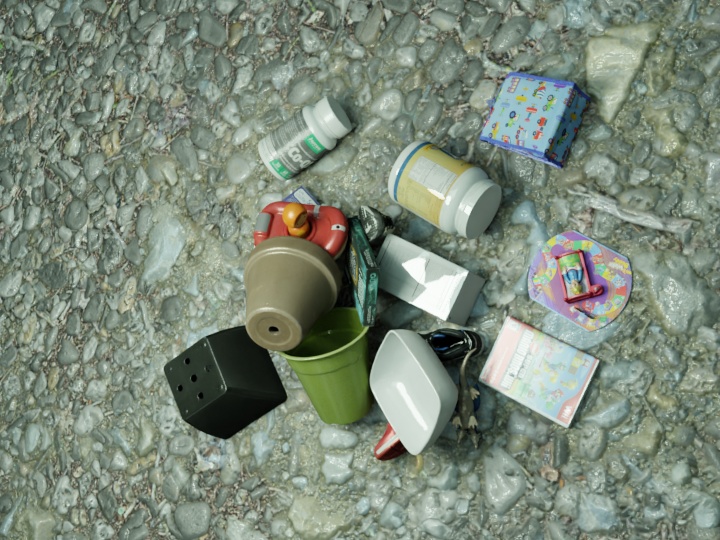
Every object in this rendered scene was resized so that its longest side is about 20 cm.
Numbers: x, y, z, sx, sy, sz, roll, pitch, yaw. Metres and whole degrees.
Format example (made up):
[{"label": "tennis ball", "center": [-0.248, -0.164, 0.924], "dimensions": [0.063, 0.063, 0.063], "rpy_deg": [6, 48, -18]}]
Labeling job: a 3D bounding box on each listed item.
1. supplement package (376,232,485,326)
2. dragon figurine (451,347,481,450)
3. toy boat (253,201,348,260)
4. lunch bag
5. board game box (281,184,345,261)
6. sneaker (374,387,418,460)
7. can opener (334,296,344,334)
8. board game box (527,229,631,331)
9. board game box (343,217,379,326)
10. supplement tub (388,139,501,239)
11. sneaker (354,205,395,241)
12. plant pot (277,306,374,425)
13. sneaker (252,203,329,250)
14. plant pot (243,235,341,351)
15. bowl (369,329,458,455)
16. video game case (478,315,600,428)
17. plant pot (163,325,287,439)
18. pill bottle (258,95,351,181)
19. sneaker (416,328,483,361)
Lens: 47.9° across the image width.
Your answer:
[{"label": "supplement package", "center": [0.134, 0.020, 1.655], "dimensions": [0.199, 0.109, 0.115], "rpy_deg": [27, 94, 29]}, {"label": "dragon figurine", "center": [0.204, 0.252, 1.576], "dimensions": [0.058, 0.099, 0.202], "rpy_deg": [-4, 87, 7]}, {"label": "toy boat", "center": [-0.124, -0.091, 1.646], "dimensions": [0.198, 0.131, 0.132], "rpy_deg": [7, 65, 9]}, {"label": "lunch bag", "center": [0.333, -0.313, 1.633], "dimensions": [0.199, 0.094, 0.152], "rpy_deg": [27, 96, 38]}, {"label": "board game box", "center": [-0.123, -0.084, 1.817], "dimensions": [0.135, 0.035, 0.200], "rpy_deg": [-38, 61, -8]}, {"label": "sneaker", "center": [0.087, 0.289, 1.663], "dimensions": [0.200, 0.078, 0.116], "rpy_deg": [-41, 56, 2]}, {"label": "can opener", "center": [-0.073, 0.074, 1.785], "dimensions": [0.066, 0.053, 0.201], "rpy_deg": [-35, 67, 17]}, {"label": "board game box", "center": [0.414, 0.014, 1.550], "dimensions": [0.199, 0.039, 0.159], "rpy_deg": [33, 97, 28]}, {"label": "board game box", "center": [0.000, 0.000, 1.638], "dimensions": [0.201, 0.028, 0.136], "rpy_deg": [-110, 20, -54]}, {"label": "supplement tub", "center": [0.171, -0.163, 1.650], "dimensions": [0.199, 0.144, 0.145], "rpy_deg": [33, 96, 27]}, {"label": "sneaker", "center": [0.036, -0.101, 1.688], "dimensions": [0.079, 0.200, 0.075], "rpy_deg": [-9, 93, -6]}, {"label": "plant pot", "center": [-0.052, 0.206, 1.666], "dimensions": [0.198, 0.200, 0.191], "rpy_deg": [-4, 117, 26]}, {"label": "sneaker", "center": [-0.140, -0.078, 1.762], "dimensions": [0.198, 0.077, 0.081], "rpy_deg": [-21, 51, -5]}, {"label": "plant pot", "center": [-0.148, 0.062, 1.595], "dimensions": [0.199, 0.201, 0.175], "rpy_deg": [-17, 34, 24]}, {"label": "bowl", "center": [0.108, 0.227, 1.549], "dimensions": [0.200, 0.074, 0.201], "rpy_deg": [57, 144, 32]}, {"label": "video game case", "center": [0.343, 0.194, 1.569], "dimensions": [0.199, 0.017, 0.144], "rpy_deg": [26, 93, 28]}, {"label": "plant pot", "center": [-0.318, 0.243, 1.812], "dimensions": [0.199, 0.177, 0.201], "rpy_deg": [-34, 66, 17]}, {"label": "pill bottle", "center": [-0.126, -0.302, 1.845], "dimensions": [0.199, 0.113, 0.114], "rpy_deg": [-33, 68, 19]}, {"label": "sneaker", "center": [0.137, 0.149, 1.621], "dimensions": [0.198, 0.112, 0.074], "rpy_deg": [-13, 75, 25]}]
